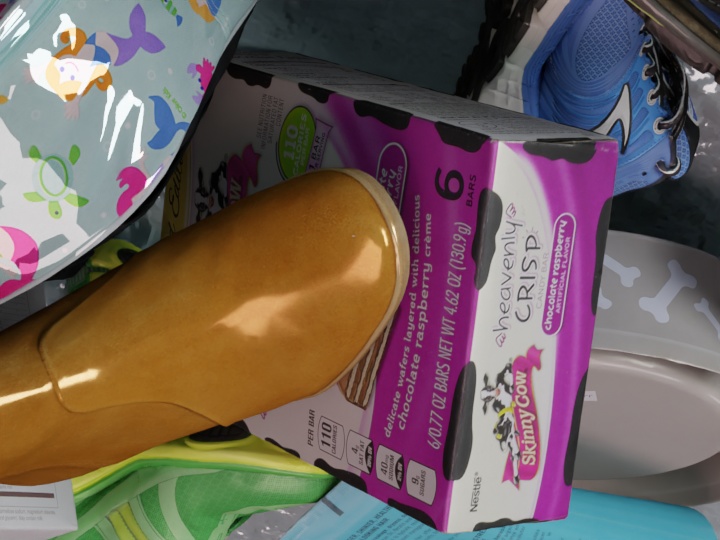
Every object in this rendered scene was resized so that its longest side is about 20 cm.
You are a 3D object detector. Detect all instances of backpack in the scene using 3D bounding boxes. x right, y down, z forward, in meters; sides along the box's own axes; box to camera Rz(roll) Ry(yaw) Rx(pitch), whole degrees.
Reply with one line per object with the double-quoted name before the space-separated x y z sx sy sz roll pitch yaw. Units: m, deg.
"backpack" -0.128 -0.081 0.772 0.177 0.201 0.151 -23 127 35

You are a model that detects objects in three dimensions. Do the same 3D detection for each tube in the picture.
"tube" 0.063 0.111 0.906 0.199 0.051 0.078 14 132 -36

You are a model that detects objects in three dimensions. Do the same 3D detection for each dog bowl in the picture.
"dog bowl" 0.087 0.044 0.914 0.198 0.059 0.200 3 156 1

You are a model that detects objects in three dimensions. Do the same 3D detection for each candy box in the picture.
"candy box" 0.000 0.000 0.807 0.061 0.138 0.199 -1 -167 -36

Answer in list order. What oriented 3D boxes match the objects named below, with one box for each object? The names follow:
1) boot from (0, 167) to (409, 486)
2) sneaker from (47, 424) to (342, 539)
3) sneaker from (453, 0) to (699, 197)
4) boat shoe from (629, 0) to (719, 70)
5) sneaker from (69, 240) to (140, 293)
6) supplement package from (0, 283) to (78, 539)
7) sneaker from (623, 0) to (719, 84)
"boot" -0.087 0.034 0.744 0.201 0.143 0.071 -32 79 45
"sneaker" -0.081 0.102 0.913 0.199 0.074 0.084 -18 100 31
"sneaker" 0.089 -0.081 0.817 0.088 0.079 0.201 9 147 -6
"boat shoe" 0.096 -0.112 0.643 0.201 0.061 0.072 36 124 -4
"sneaker" -0.113 0.069 1.013 0.083 0.074 0.201 1 137 8
"supplement package" -0.201 0.017 0.881 0.109 0.202 0.113 -19 163 31
"sneaker" 0.162 -0.106 0.733 0.199 0.116 0.076 29 124 -3
